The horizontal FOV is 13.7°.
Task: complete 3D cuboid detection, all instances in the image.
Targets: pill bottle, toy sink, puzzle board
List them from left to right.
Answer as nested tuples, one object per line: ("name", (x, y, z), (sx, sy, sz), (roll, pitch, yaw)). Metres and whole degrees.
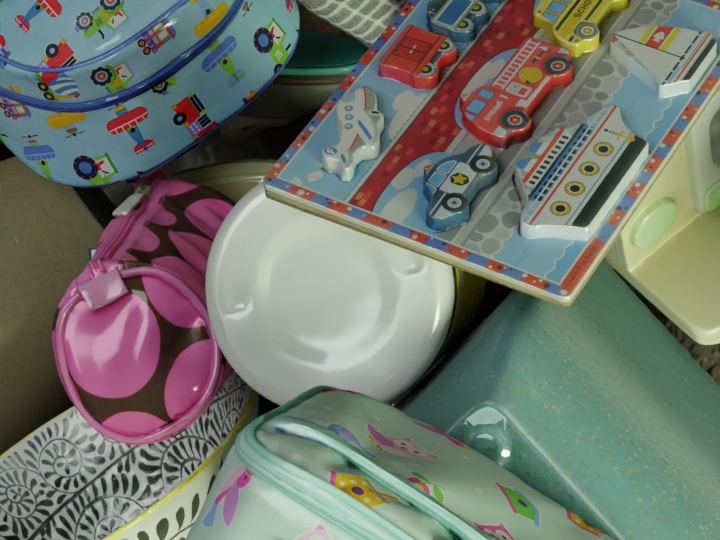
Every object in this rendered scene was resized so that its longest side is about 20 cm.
("pill bottle", (0.000, 0.000, 1.419), (0.114, 0.200, 0.115), (1, 95, 9))
("puzzle board", (0.070, -0.077, 1.332), (0.150, 0.017, 0.200), (20, 51, 22))
("toy sink", (0.141, -0.086, 1.428), (0.130, 0.112, 0.200), (-38, 59, -12))

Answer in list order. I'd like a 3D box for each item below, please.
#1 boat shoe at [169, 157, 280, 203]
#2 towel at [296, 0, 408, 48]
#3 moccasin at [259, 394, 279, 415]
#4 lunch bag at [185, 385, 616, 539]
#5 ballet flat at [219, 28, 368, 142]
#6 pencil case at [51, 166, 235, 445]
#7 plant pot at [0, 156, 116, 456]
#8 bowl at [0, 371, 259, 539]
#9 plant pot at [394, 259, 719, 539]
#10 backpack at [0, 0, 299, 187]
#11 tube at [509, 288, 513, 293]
("boat shoe", (-0.034, -0.021, 1.564), (0.199, 0.072, 0.065), (-6, 75, 22))
("towel", (0.055, -0.186, 1.497), (0.200, 0.165, 0.086), (-43, 65, 14))
("moccasin", (-0.047, 0.067, 1.550), (0.200, 0.068, 0.081), (30, 94, 32))
("lunch bag", (0.037, 0.125, 1.182), (0.199, 0.160, 0.077), (30, 101, 12))
("ballet flat", (-0.083, -0.101, 1.618), (0.199, 0.067, 0.064), (9, 120, 18))
("pencil case", (-0.098, 0.013, 1.445), (0.090, 0.200, 0.094), (-15, 103, 5))
("plant pot", (-0.214, 0.029, 1.605), (0.200, 0.187, 0.188), (-39, 62, 4))
("bowl", (-0.115, 0.136, 1.470), (0.200, 0.201, 0.094), (-23, 110, 23))
("plant pot", (0.077, 0.124, 1.358), (0.196, 0.200, 0.196), (-45, 81, 13))
("backpack", (-0.137, -0.147, 1.524), (0.182, 0.135, 0.200), (-35, 50, -9))
("tube", (0.113, 0.058, 1.476), (0.058, 0.052, 0.201), (-36, 62, 58))
